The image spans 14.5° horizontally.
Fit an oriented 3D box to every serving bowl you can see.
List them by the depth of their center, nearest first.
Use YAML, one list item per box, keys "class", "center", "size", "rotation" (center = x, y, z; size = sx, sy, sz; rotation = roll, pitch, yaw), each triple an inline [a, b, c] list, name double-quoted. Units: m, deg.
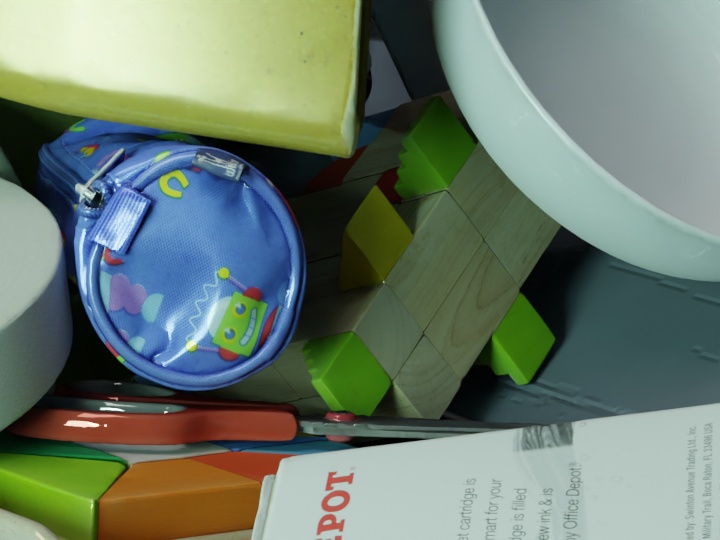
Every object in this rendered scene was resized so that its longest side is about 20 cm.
- class: "serving bowl"
  center: [0.103, -0.076, 1.052]
  size: [0.066, 0.200, 0.200]
  rotation: [-45, 7, 44]

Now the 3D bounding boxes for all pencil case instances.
- class: "pencil case"
  center: [-0.074, -0.014, 1.012]
  size: [0.078, 0.087, 0.200]
  rotation: [-51, 14, 0]

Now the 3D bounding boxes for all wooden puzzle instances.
- class: "wooden puzzle"
  center: [-0.072, 0.070, 0.944]
  size: [0.199, 0.037, 0.185]
  rotation: [3, 6, -41]

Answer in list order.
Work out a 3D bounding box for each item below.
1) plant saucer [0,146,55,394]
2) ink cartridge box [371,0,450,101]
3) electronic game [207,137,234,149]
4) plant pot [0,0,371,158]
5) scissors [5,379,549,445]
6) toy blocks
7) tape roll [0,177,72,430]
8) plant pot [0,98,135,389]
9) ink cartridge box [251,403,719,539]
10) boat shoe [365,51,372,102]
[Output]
- class: "plant saucer"
  center: [-0.199, 0.022, 1.082]
  size: [0.200, 0.201, 0.050]
  rotation: [2, 6, 41]
- class: "ink cartridge box"
  center: [0.039, -0.142, 1.233]
  size: [0.083, 0.147, 0.200]
  rotation: [-24, 26, 5]
- class: "electronic game"
  center: [-0.097, -0.102, 1.385]
  size: [0.199, 0.042, 0.200]
  rotation: [-19, 27, 10]
- class: "plant pot"
  center: [-0.093, -0.148, 1.023]
  size: [0.199, 0.196, 0.194]
  rotation: [2, 6, 1]
- class: "scissors"
  center: [-0.020, 0.054, 0.942]
  size: [0.199, 0.014, 0.073]
  rotation: [5, 5, 11]
- class: "toy blocks"
  center: [0.000, 0.000, 1.088]
  size: [0.136, 0.100, 0.200]
  rotation: [-14, 32, 46]
- class: "tape roll"
  center: [-0.197, 0.016, 0.940]
  size: [0.202, 0.037, 0.203]
  rotation: [-3, 27, 2]
- class: "plant pot"
  center: [-0.160, -0.056, 1.191]
  size: [0.199, 0.190, 0.200]
  rotation: [-19, 26, 10]
- class: "ink cartridge box"
  center: [0.070, 0.113, 0.793]
  size: [0.199, 0.085, 0.146]
  rotation: [-8, 31, 13]
- class: "boat shoe"
  center: [-0.039, -0.086, 1.225]
  size: [0.076, 0.060, 0.200]
  rotation: [-46, 10, 3]
